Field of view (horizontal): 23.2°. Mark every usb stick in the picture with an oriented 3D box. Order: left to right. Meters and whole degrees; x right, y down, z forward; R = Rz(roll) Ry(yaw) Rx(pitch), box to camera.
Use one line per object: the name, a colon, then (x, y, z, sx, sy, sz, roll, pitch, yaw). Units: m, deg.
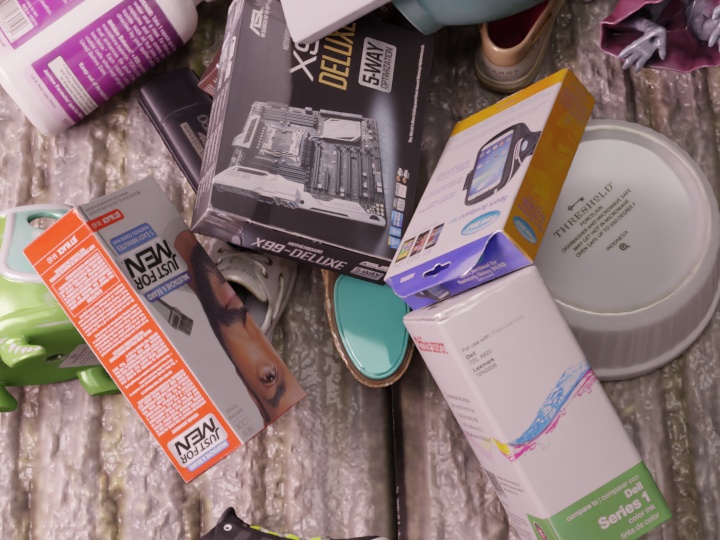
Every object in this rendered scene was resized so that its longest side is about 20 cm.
usb stick: (-0.119, -0.091, 1.386, 0.055, 0.033, 0.200, -22, 50, -16)

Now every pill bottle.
pill bottle: (-0.203, -0.207, 1.410, 0.200, 0.112, 0.112, -36, 72, -2)

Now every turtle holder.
turtle holder: (-0.256, 0.027, 1.322, 0.185, 0.141, 0.132, -14, 71, -2)

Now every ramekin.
ramekin: (0.186, -0.023, 1.345, 0.202, 0.094, 0.203, -1, 70, 2)

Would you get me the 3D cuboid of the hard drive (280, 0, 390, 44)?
hard drive: (0.011, -0.261, 1.254, 0.200, 0.026, 0.132, -23, 79, 39)

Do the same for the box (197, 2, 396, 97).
box: (-0.035, -0.207, 1.419, 0.100, 0.075, 0.200, 35, 72, -12)

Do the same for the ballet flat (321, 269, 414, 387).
ballet flat: (0.000, 0.000, 1.361, 0.070, 0.065, 0.200, -8, 72, -6)

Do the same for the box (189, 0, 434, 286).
box: (-0.034, -0.104, 1.320, 0.157, 0.050, 0.200, 16, 64, -17)

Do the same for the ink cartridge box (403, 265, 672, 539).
ink cartridge box: (0.121, 0.101, 1.244, 0.084, 0.145, 0.200, -29, 93, -8)

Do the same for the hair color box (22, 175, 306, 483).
hair color box: (-0.136, 0.038, 1.247, 0.064, 0.111, 0.200, -35, 90, 27)

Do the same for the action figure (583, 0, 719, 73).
action figure: (0.248, -0.238, 1.393, 0.134, 0.149, 0.200, 17, 39, -1)

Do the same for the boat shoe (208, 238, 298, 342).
boat shoe: (-0.090, 0.014, 1.357, 0.071, 0.069, 0.200, 6, 71, 4)

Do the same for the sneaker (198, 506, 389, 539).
sneaker: (-0.077, 0.208, 1.285, 0.200, 0.072, 0.083, -13, 69, -2)

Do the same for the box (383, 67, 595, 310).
box: (0.092, -0.051, 1.267, 0.041, 0.119, 0.200, 43, 48, -23)

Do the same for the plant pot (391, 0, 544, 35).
plant pot: (0.065, -0.265, 1.335, 0.134, 0.200, 0.200, -38, 71, 12)

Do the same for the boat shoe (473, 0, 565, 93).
boat shoe: (0.141, -0.246, 1.441, 0.074, 0.069, 0.200, 11, 71, 7)
